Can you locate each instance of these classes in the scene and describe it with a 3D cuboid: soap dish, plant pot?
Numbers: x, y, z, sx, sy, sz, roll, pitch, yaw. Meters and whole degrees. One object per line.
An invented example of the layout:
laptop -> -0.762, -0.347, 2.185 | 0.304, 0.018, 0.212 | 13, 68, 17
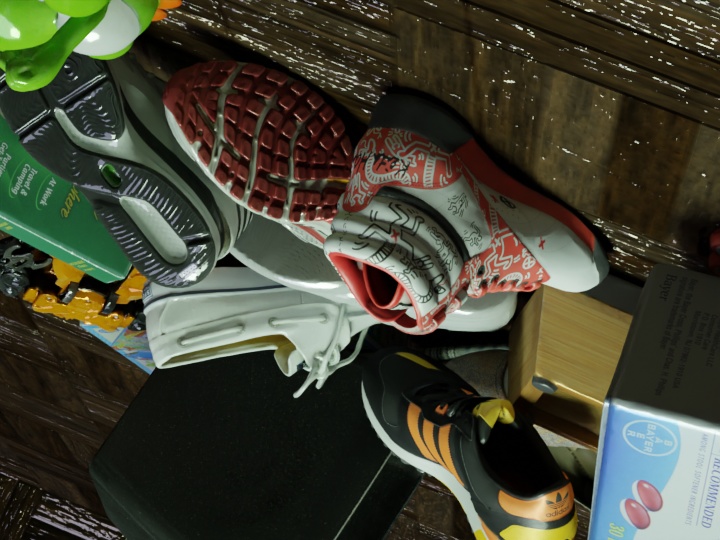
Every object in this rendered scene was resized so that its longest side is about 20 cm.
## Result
soap dish -> 0.186, 0.077, 1.515 | 0.200, 0.081, 0.157 | 24, 166, 1
plant pot -> -0.074, 0.144, 1.705 | 0.177, 0.200, 0.200 | 31, 163, 12

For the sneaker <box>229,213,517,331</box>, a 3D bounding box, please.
sneaker -> 0.000, 0.000, 1.532 | 0.200, 0.075, 0.089 | 20, 160, 9

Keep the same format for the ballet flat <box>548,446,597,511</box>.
ballet flat -> 0.148, 0.136, 1.736 | 0.067, 0.046, 0.200 | -11, 146, 33

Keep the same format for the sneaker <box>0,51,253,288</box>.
sneaker -> -0.134, -0.092, 1.422 | 0.076, 0.115, 0.201 | -31, 98, 29

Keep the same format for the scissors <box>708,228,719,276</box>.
scissors -> 0.273, 0.013, 1.289 | 0.200, 0.014, 0.073 | 15, 163, 25

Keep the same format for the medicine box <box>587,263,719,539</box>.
medicine box -> 0.235, 0.111, 1.345 | 0.199, 0.103, 0.182 | 14, 142, 12

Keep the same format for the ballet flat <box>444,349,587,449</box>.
ballet flat -> 0.152, 0.084, 1.626 | 0.199, 0.068, 0.067 | 13, 151, -8

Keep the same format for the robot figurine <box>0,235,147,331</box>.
robot figurine -> -0.159, -0.020, 1.618 | 0.145, 0.058, 0.200 | 17, 150, -19

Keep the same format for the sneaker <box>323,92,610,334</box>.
sneaker -> 0.056, -0.005, 1.365 | 0.067, 0.108, 0.201 | 10, 160, 43

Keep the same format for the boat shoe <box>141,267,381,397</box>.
boat shoe -> -0.038, 0.042, 1.589 | 0.201, 0.086, 0.075 | -2, 163, -10

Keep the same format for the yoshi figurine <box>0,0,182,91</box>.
yoshi figurine -> -0.161, -0.150, 1.218 | 0.112, 0.112, 0.200 | 38, 170, 9

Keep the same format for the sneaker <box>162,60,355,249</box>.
sneaker -> -0.040, -0.054, 1.407 | 0.200, 0.078, 0.082 | 35, 164, -35

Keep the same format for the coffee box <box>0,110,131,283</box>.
coffee box -> -0.206, -0.088, 1.455 | 0.200, 0.123, 0.044 | 27, 164, -18

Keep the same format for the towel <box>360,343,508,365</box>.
towel -> 0.088, 0.107, 1.775 | 0.200, 0.035, 0.193 | -4, 153, 29

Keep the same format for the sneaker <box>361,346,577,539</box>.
sneaker -> 0.072, 0.099, 1.538 | 0.200, 0.070, 0.090 | 49, 148, 34

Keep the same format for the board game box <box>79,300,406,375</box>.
board game box -> -0.082, 0.041, 1.767 | 0.199, 0.034, 0.134 | -3, 159, 20
